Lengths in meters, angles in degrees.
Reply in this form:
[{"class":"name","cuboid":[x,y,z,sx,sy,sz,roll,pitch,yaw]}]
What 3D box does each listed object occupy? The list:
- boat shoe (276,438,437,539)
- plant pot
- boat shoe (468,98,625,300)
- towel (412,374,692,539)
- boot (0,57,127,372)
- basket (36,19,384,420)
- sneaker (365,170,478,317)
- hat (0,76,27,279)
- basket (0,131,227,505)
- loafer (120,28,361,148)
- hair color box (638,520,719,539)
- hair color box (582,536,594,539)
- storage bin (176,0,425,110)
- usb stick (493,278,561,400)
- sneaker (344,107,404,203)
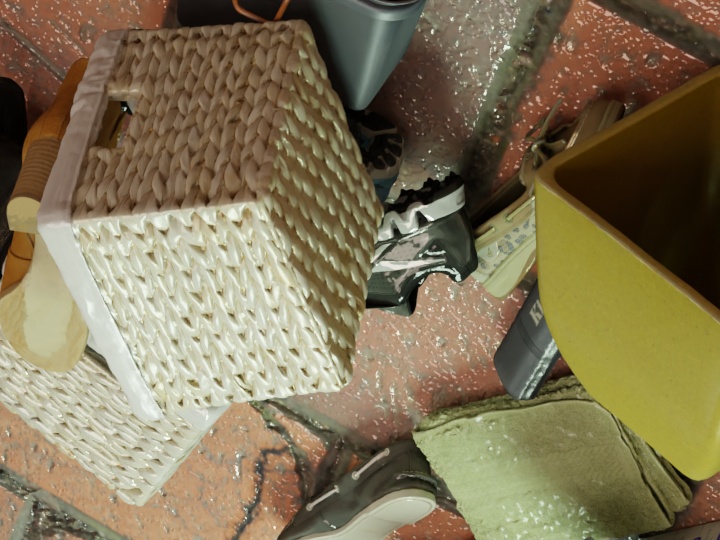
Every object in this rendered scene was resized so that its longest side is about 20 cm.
[{"class":"boat shoe","cuboid":[-0.005,0.200,1.830,0.067,0.057,0.200,19,145,-33]},{"class":"plant pot","cuboid":[0.238,0.021,1.451,0.195,0.194,0.201,40,145,33]},{"class":"boat shoe","cuboid":[0.124,-0.056,1.562,0.063,0.073,0.200,33,132,0]},{"class":"towel","cuboid":[0.150,0.154,1.719,0.199,0.037,0.149,-18,113,35]},{"class":"boot","cuboid":[-0.201,-0.038,1.529,0.070,0.145,0.202,14,138,7]},{"class":"basket","cuboid":[-0.095,-0.040,1.459,0.160,0.199,0.201,-7,133,18]},{"class":"sneaker","cuboid":[0.000,0.000,1.603,0.199,0.066,0.091,-18,103,24]},{"class":"hat","cuboid":[-0.289,-0.048,1.707,0.081,0.201,0.202,22,130,20]},{"class":"basket","cuboid":[-0.171,0.036,1.699,0.198,0.200,0.161,38,137,0]},{"class":"loafer","cuboid":[-0.091,-0.127,1.563,0.199,0.071,0.068,19,132,1]},{"class":"hair color box","cuboid":[0.290,0.241,1.654,0.199,0.109,0.065,-18,112,37]},{"class":"hair color box","cuboid":[0.195,0.306,1.637,0.200,0.061,0.099,47,131,-9]},{"class":"storage bin","cuboid":[-0.042,-0.203,1.518,0.199,0.146,0.135,26,140,10]},{"class":"usb stick","cuboid":[0.150,0.018,1.615,0.032,0.056,0.201,4,135,-24]},{"class":"sneaker","cuboid":[-0.067,-0.089,1.642,0.199,0.078,0.090,24,136,15]}]
